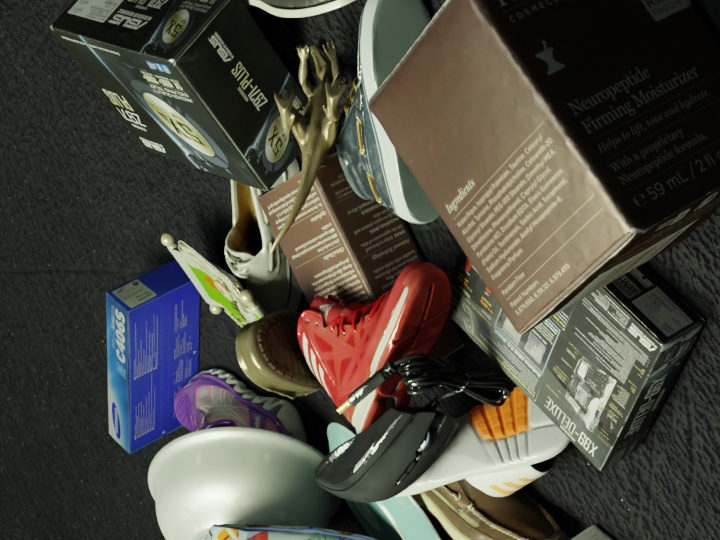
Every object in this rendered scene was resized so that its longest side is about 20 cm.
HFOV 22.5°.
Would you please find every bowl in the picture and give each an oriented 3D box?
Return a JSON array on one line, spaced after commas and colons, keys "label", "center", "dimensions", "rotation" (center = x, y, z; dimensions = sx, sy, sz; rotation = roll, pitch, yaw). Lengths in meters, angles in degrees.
[{"label": "bowl", "center": [-0.117, 0.248, 1.784], "dimensions": [0.202, 0.199, 0.091], "rotation": [112, 165, -48]}]

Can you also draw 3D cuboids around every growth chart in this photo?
[{"label": "growth chart", "center": [-0.122, 0.034, 1.752], "dimensions": [0.200, 0.018, 0.145], "rotation": [33, 161, 51]}]

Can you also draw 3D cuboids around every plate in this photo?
[{"label": "plate", "center": [0.024, 0.229, 1.682], "dimensions": [0.200, 0.025, 0.201], "rotation": [49, 165, 18]}]

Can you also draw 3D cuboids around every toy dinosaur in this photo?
[{"label": "toy dinosaur", "center": [-0.035, -0.117, 1.485], "dimensions": [0.058, 0.202, 0.101], "rotation": [5, 149, 10]}]

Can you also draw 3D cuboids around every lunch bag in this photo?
[{"label": "lunch bag", "center": [-0.053, 0.287, 1.676], "dimensions": [0.160, 0.198, 0.076], "rotation": [116, 164, -70]}]

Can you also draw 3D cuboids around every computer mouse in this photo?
[{"label": "computer mouse", "center": [0.022, 0.138, 1.469], "dimensions": [0.199, 0.140, 0.046], "rotation": [-37, 54, 29]}]

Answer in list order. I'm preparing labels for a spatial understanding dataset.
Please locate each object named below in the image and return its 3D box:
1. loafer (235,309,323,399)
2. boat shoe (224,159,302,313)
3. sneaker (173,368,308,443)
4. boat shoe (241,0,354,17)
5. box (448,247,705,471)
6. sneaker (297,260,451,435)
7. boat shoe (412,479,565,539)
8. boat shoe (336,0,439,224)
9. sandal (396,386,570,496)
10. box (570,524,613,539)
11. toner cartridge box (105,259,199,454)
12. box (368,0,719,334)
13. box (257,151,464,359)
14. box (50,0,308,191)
[{"label": "loafer", "center": [-0.061, 0.081, 1.608], "dimensions": [0.067, 0.200, 0.077], "rotation": [-23, 76, 22]}, {"label": "boat shoe", "center": [-0.098, -0.025, 1.696], "dimensions": [0.071, 0.069, 0.201], "rotation": [37, 138, 34]}, {"label": "sneaker", "center": [-0.143, 0.162, 1.868], "dimensions": [0.199, 0.088, 0.081], "rotation": [15, 125, 50]}, {"label": "boat shoe", "center": [-0.059, -0.252, 1.494], "dimensions": [0.199, 0.073, 0.061], "rotation": [21, 134, 56]}, {"label": "box", "center": [0.158, 0.034, 1.406], "dimensions": [0.200, 0.050, 0.158], "rotation": [46, 143, 25]}, {"label": "sneaker", "center": [-0.002, 0.044, 1.486], "dimensions": [0.115, 0.078, 0.201], "rotation": [42, 136, 22]}, {"label": "boat shoe", "center": [0.098, 0.191, 1.574], "dimensions": [0.201, 0.074, 0.076], "rotation": [24, 124, 44]}, {"label": "boat shoe", "center": [0.014, -0.138, 1.468], "dimensions": [0.091, 0.070, 0.202], "rotation": [21, 127, 48]}, {"label": "sandal", "center": [0.108, 0.155, 1.526], "dimensions": [0.206, 0.080, 0.059], "rotation": [-22, 130, 39]}, {"label": "box", "center": [0.222, 0.328, 1.474], "dimensions": [0.200, 0.097, 0.125], "rotation": [37, 138, 33]}, {"label": "toner cartridge box", "center": [-0.220, 0.092, 1.920], "dimensions": [0.043, 0.095, 0.201], "rotation": [38, 138, 34]}, {"label": "box", "center": [0.145, -0.099, 1.231], "dimensions": [0.201, 0.165, 0.164], "rotation": [56, 147, 9]}, {"label": "box", "center": [0.000, 0.000, 1.580], "dimensions": [0.100, 0.075, 0.202], "rotation": [-25, 90, 55]}, {"label": "box", "center": [-0.156, -0.174, 1.607], "dimensions": [0.199, 0.086, 0.164], "rotation": [21, 155, 45]}]
